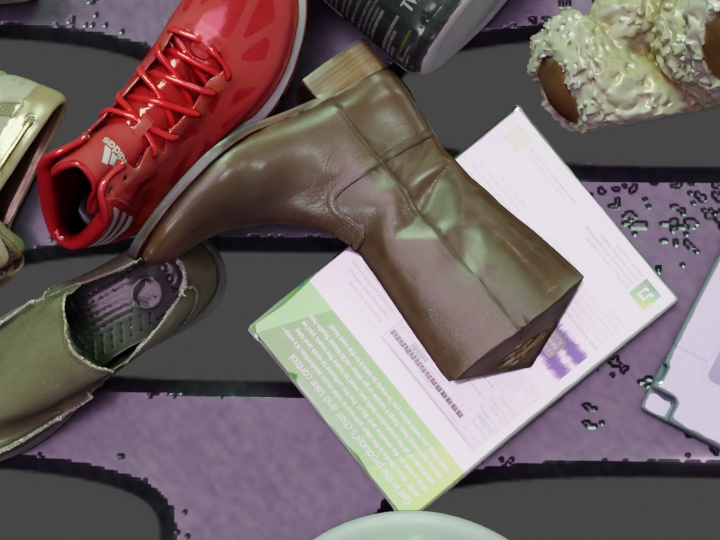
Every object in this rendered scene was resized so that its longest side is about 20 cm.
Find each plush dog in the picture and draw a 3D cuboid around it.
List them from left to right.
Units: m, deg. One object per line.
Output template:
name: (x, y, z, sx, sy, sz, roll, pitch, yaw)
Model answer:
plush dog: (0.191, -0.176, 1.407, 0.160, 0.200, 0.172, -12, 90, -34)

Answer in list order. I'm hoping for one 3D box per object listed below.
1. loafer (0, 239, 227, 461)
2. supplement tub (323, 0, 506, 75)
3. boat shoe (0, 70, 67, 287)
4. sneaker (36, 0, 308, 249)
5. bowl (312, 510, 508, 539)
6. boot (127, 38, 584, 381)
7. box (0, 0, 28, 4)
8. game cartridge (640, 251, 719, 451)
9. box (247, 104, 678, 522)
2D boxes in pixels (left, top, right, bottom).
loafer: (-0.169, 0.040, 1.459, 0.200, 0.070, 0.075, -37, 84, 2)
supplement tub: (-0.002, -0.214, 1.435, 0.200, 0.123, 0.123, 42, 91, 7)
boat shoe: (-0.225, -0.017, 1.468, 0.064, 0.071, 0.200, 18, 87, 7)
sneaker: (-0.104, -0.085, 1.408, 0.078, 0.116, 0.200, 34, 114, 8)
bowl: (0.027, 0.237, 1.402, 0.201, 0.090, 0.202, 0, 96, 3)
boot: (0.000, 0.000, 1.411, 0.186, 0.064, 0.200, -39, 86, -7)
box: (-0.287, -0.251, 1.473, 0.184, 0.105, 0.200, -3, 85, 5)
game cartridge: (0.259, 0.019, 1.438, 0.133, 0.041, 0.200, 28, 89, 10)
box: (0.058, 0.025, 1.457, 0.200, 0.036, 0.144, -39, 83, 0)
